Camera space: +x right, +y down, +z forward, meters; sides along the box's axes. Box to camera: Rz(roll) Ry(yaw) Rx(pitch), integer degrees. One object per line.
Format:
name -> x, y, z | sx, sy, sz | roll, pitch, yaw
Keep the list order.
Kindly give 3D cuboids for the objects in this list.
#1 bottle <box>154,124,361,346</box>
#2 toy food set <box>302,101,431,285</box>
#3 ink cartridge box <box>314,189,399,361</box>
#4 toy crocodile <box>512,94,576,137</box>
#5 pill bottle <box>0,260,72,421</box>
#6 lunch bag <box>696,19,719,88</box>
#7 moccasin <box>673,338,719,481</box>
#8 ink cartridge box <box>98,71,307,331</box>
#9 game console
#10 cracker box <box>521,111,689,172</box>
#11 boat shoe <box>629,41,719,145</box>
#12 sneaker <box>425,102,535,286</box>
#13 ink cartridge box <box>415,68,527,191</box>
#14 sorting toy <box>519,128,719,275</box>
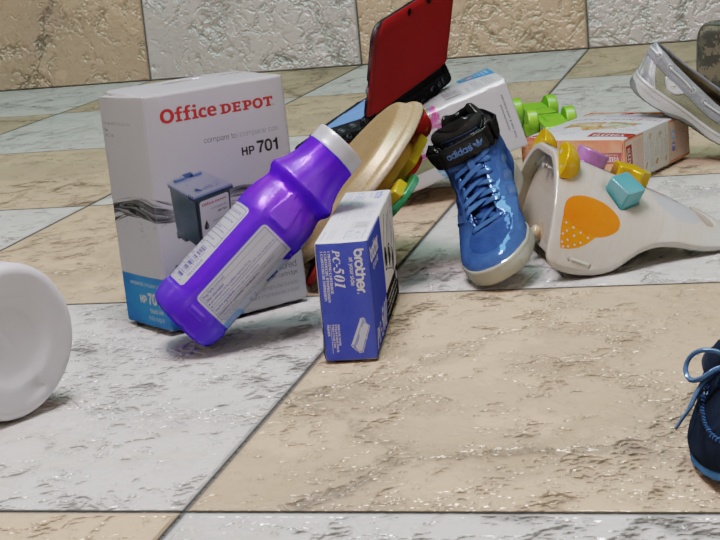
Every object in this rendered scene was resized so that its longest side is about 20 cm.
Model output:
bottle -> -0.081, -0.030, 1.270 | 0.200, 0.065, 0.083 | -48, 11, -5
toy food set -> -0.003, -0.073, 1.461 | 0.200, 0.049, 0.199 | -42, 15, 38
ink cartridge box -> 0.000, 0.000, 1.273 | 0.044, 0.095, 0.200 | -3, 14, 7
toy crocodile -> 0.246, -0.197, 2.109 | 0.067, 0.063, 0.200 | -7, 18, -8
pill bottle -> -0.319, 0.043, 1.177 | 0.198, 0.116, 0.113 | 7, 18, 42
lunch bag -> 0.576, -0.276, 2.108 | 0.198, 0.141, 0.167 | 8, 19, 44
moccasin -> 0.227, 0.068, 0.939 | 0.079, 0.069, 0.200 | -3, 13, 10
ink cartridge box -> -0.136, -0.064, 1.364 | 0.145, 0.203, 0.085 | -14, 16, -33
game console -> 0.017, -0.229, 1.772 | 0.171, 0.120, 0.200 | -13, 16, 36
cracker box -> 0.294, -0.147, 1.858 | 0.133, 0.059, 0.199 | 3, 16, 33
boat shoe -> 0.420, -0.200, 1.856 | 0.200, 0.065, 0.075 | 29, 30, 3
sneaker -> 0.103, -0.077, 1.415 | 0.076, 0.112, 0.201 | -24, 28, 21
ink cartridge box -> 0.081, -0.156, 1.824 | 0.198, 0.086, 0.145 | -21, 13, 1
sorting toy -> 0.246, -0.056, 1.461 | 0.178, 0.108, 0.200 | 12, 11, -9
